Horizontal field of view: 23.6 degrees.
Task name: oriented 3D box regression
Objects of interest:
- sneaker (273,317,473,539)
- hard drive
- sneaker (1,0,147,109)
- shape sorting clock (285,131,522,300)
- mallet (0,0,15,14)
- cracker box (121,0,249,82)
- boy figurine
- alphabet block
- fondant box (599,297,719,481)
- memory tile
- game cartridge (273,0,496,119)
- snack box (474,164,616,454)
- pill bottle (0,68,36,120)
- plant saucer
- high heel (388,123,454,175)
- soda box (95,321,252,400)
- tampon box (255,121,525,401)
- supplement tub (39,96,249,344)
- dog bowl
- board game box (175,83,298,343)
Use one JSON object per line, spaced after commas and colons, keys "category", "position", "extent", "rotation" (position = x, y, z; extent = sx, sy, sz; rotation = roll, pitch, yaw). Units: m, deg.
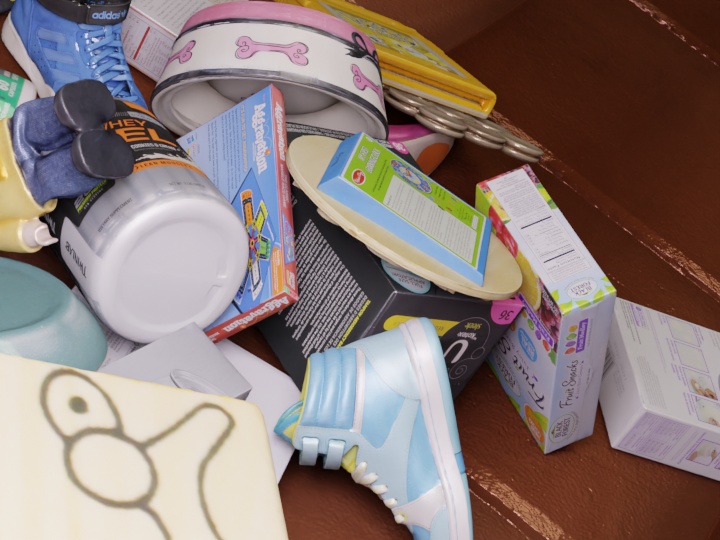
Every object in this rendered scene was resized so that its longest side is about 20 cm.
{"category": "sneaker", "position": [0.008, 0.142, 1.237], "extent": [0.129, 0.202, 0.080], "rotation": [-11, 2, -5]}
{"category": "hard drive", "position": [-0.136, 0.082, 1.256], "extent": [0.199, 0.027, 0.132], "rotation": [31, 34, -2]}
{"category": "sneaker", "position": [-0.221, -0.184, 1.441], "extent": [0.076, 0.112, 0.200], "rotation": [-10, 53, -45]}
{"category": "shape sorting clock", "position": [0.031, -0.038, 1.268], "extent": [0.199, 0.039, 0.200], "rotation": [32, 19, -12]}
{"category": "mallet", "position": [-0.356, -0.219, 1.449], "extent": [0.066, 0.041, 0.200], "rotation": [39, 30, 4]}
{"category": "cracker box", "position": [-0.153, -0.217, 1.587], "extent": [0.199, 0.058, 0.134], "rotation": [34, 33, 0]}
{"category": "boy figurine", "position": [-0.250, -0.069, 1.180], "extent": [0.064, 0.199, 0.125], "rotation": [-15, 87, -61]}
{"category": "alphabet block", "position": [-0.157, 0.192, 0.953], "extent": [0.194, 0.197, 0.201], "rotation": [15, 37, -26]}
{"category": "fondant box", "position": [0.307, 0.116, 1.543], "extent": [0.199, 0.058, 0.145], "rotation": [17, 37, -20]}
{"category": "memory tile", "position": [0.071, -0.155, 1.657], "extent": [0.153, 0.017, 0.200], "rotation": [14, 16, -39]}
{"category": "game cartridge", "position": [0.020, -0.223, 1.698], "extent": [0.175, 0.033, 0.200], "rotation": [16, 21, -33]}
{"category": "snack box", "position": [0.142, 0.034, 1.388], "extent": [0.053, 0.201, 0.143], "rotation": [-20, 55, -14]}
{"category": "pill bottle", "position": [-0.349, -0.122, 1.261], "extent": [0.199, 0.113, 0.114], "rotation": [21, 36, -16]}
{"category": "plant saucer", "position": [-0.265, 0.030, 1.137], "extent": [0.198, 0.036, 0.200], "rotation": [7, 20, -3]}
{"category": "high heel", "position": [0.002, -0.119, 1.595], "extent": [0.096, 0.068, 0.199], "rotation": [41, 40, 24]}
{"category": "soda box", "position": [-0.168, 0.110, 1.134], "extent": [0.199, 0.064, 0.068], "rotation": [-27, 67, -42]}
{"category": "tampon box", "position": [0.000, 0.000, 1.356], "extent": [0.149, 0.127, 0.200], "rotation": [5, 38, -44]}
{"category": "supplement tub", "position": [-0.172, -0.046, 1.248], "extent": [0.122, 0.123, 0.200], "rotation": [4, 27, -35]}
{"category": "dog bowl", "position": [-0.071, -0.156, 1.429], "extent": [0.199, 0.200, 0.074], "rotation": [14, 73, -25]}
{"category": "board game box", "position": [-0.097, -0.041, 1.298], "extent": [0.019, 0.103, 0.201], "rotation": [36, 37, -41]}
